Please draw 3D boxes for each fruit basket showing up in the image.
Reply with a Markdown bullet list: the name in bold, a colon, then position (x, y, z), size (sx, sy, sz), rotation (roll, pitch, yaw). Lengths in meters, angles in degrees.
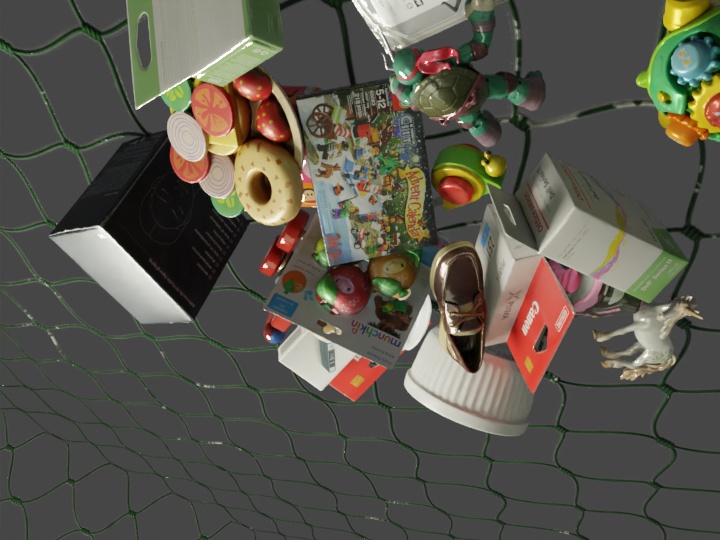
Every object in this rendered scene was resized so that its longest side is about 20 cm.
- **fruit basket**: position (0.000, 0.000, 0.862), size (0.184, 0.201, 0.094), rotation (25, 153, 9)

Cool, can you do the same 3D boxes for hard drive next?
- **hard drive**: position (0.072, -0.299, 0.623), size (0.199, 0.038, 0.140), rotation (-12, 132, 36)

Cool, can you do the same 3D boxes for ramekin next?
- **ramekin**: position (0.176, 0.158, 1.027), size (0.199, 0.106, 0.200), rotation (18, -172, -3)

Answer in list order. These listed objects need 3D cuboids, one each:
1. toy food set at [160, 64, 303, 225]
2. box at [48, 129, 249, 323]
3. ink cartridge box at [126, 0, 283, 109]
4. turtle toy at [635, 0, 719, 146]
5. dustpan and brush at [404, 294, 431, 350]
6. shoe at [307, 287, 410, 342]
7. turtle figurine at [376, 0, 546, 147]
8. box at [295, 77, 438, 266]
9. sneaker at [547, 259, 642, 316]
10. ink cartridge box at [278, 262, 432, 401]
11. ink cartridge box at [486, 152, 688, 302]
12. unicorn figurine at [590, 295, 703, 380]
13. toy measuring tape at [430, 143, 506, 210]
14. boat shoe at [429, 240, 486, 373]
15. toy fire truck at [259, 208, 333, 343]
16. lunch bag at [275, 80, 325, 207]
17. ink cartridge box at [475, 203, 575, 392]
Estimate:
- **toy food set**: position (-0.150, -0.152, 0.773), size (0.197, 0.049, 0.201), rotation (12, 124, 29)
- **box**: position (-0.295, -0.059, 0.976), size (0.123, 0.197, 0.200), rotation (-6, 135, 32)
- **ink cartridge box**: position (-0.169, -0.264, 0.701), size (0.199, 0.146, 0.048), rotation (-15, 168, 40)
- **turtle toy**: position (0.350, -0.170, 0.590), size (0.199, 0.101, 0.146), rotation (3, 140, 24)
- **dustpan and brush**: position (0.064, 0.031, 1.000), size (0.139, 0.057, 0.201), rotation (25, 107, -18)
- **shoe**: position (0.017, 0.046, 0.955), size (0.199, 0.070, 0.053), rotation (-26, 128, 9)
- **turtle figurine**: position (0.088, -0.192, 0.661), size (0.199, 0.101, 0.149), rotation (17, 156, -39)
- **box**: position (0.010, -0.114, 0.779), size (0.136, 0.038, 0.201), rotation (-11, 114, 0)
- **sneaker**: position (0.288, 0.030, 0.849), size (0.095, 0.079, 0.200), rotation (13, 179, -4)
- **ink cartridge box**: position (-0.004, 0.113, 1.082), size (0.176, 0.045, 0.200), rotation (38, 102, -23)
- **ink cartridge box**: position (0.245, -0.055, 0.738), size (0.199, 0.117, 0.067), rotation (21, 124, -19)
- **unicorn figurine**: position (0.395, 0.083, 0.926), size (0.137, 0.074, 0.200), rotation (-11, 148, 24)
- **toy measuring tape**: position (0.098, -0.110, 0.831), size (0.073, 0.074, 0.200), rotation (40, 150, -23)
- **boat shoe**: position (0.134, 0.053, 0.856), size (0.072, 0.072, 0.201), rotation (-15, 131, -11)
- **toy fire truck**: position (-0.096, 0.019, 0.998), size (0.112, 0.168, 0.200), rotation (29, 143, -10)
- **lunch bag**: position (-0.117, -0.169, 0.852), size (0.199, 0.082, 0.177), rotation (5, 136, 23)
- **ink cartridge box**: position (0.195, 0.041, 0.868), size (0.044, 0.177, 0.200), rotation (-10, 144, -10)
